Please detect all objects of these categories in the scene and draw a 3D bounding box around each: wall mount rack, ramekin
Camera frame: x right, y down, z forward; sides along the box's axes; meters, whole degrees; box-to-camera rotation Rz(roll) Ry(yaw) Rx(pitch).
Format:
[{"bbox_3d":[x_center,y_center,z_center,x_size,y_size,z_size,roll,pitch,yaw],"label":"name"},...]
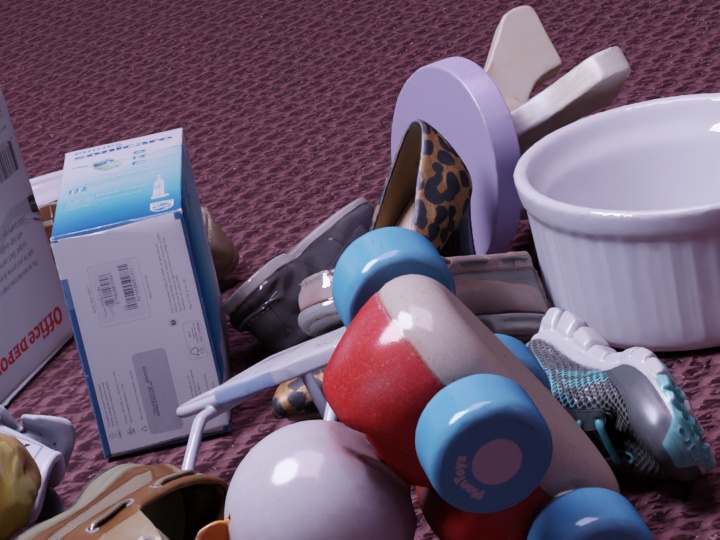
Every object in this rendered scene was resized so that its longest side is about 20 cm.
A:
[{"bbox_3d":[-0.031,0.085,1.532,0.199,0.075,0.174,-23,4,40],"label":"wall mount rack"},{"bbox_3d":[0.198,-0.029,1.701,0.199,0.098,0.201,-8,21,3],"label":"ramekin"}]

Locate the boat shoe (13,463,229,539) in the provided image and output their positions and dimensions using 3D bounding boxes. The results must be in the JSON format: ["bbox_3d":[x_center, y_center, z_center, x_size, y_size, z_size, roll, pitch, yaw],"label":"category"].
[{"bbox_3d":[-0.125,0.151,1.410,0.073,0.076,0.200,-11,21,25],"label":"boat shoe"}]

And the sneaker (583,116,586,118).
[{"bbox_3d":[0.219,-0.080,1.905,0.112,0.072,0.200,-28,31,-30],"label":"sneaker"}]

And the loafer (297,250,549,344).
[{"bbox_3d":[0.036,0.012,1.639,0.072,0.063,0.199,-21,-20,41],"label":"loafer"}]

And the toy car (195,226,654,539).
[{"bbox_3d":[0.010,0.117,1.381,0.200,0.177,0.185,-40,33,7],"label":"toy car"}]

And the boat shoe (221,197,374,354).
[{"bbox_3d":[-0.030,0.008,1.857,0.067,0.057,0.200,-41,-1,29],"label":"boat shoe"}]

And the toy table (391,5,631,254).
[{"bbox_3d":[0.104,-0.080,1.844,0.117,0.185,0.200,-21,-7,-20],"label":"toy table"}]

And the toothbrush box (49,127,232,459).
[{"bbox_3d":[-0.135,0.010,1.754,0.085,0.147,0.200,-12,18,1],"label":"toothbrush box"}]

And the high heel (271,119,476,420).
[{"bbox_3d":[0.000,0.000,1.693,0.071,0.143,0.200,4,24,41],"label":"high heel"}]

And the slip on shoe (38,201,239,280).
[{"bbox_3d":[-0.173,-0.013,2.001,0.199,0.076,0.060,-9,-24,39],"label":"slip on shoe"}]

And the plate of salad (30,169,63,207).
[{"bbox_3d":[-0.261,-0.040,2.138,0.199,0.048,0.200,-17,7,2],"label":"plate of salad"}]

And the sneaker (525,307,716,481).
[{"bbox_3d":[0.119,0.086,1.499,0.091,0.078,0.200,-34,17,-11],"label":"sneaker"}]

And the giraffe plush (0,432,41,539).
[{"bbox_3d":[-0.263,0.163,1.421,0.161,0.173,0.201,-17,50,19],"label":"giraffe plush"}]

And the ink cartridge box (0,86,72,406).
[{"bbox_3d":[-0.277,-0.019,1.852,0.084,0.201,0.146,-8,18,21],"label":"ink cartridge box"}]

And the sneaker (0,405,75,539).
[{"bbox_3d":[-0.225,0.076,1.540,0.114,0.201,0.075,3,34,25],"label":"sneaker"}]
